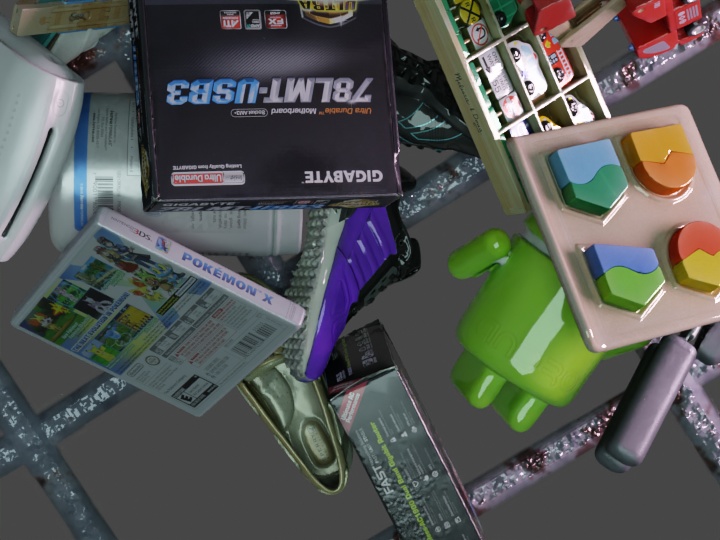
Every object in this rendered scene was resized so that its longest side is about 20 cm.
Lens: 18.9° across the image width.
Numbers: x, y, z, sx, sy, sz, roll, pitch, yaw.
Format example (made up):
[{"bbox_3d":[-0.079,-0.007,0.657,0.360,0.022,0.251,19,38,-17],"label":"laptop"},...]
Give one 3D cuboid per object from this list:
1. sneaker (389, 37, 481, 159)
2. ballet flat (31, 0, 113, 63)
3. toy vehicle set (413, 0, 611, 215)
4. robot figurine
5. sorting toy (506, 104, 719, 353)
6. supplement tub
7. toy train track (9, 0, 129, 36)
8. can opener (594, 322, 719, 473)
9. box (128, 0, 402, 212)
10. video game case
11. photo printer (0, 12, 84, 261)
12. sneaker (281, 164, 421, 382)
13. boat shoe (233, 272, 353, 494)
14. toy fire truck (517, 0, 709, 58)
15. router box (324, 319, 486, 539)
[{"bbox_3d":[0.039,-0.136,1.771,0.199,0.076,0.079,28,130,-16],"label":"sneaker"},{"bbox_3d":[-0.210,-0.232,1.730,0.069,0.069,0.201,23,100,-9],"label":"ballet flat"},{"bbox_3d":[0.127,-0.160,1.747,0.124,0.026,0.201,-34,106,-33],"label":"toy vehicle set"},{"bbox_3d":[0.156,0.030,1.780,0.175,0.116,0.200,30,97,-17],"label":"robot figurine"},{"bbox_3d":[0.227,-0.040,1.729,0.199,0.036,0.186,-11,73,-32],"label":"sorting toy"},{"bbox_3d":[-0.146,-0.076,1.730,0.199,0.132,0.133,1,103,-5],"label":"supplement tub"},{"bbox_3d":[-0.195,-0.209,1.696,0.199,0.033,0.115,-14,130,-44],"label":"toy train track"},{"bbox_3d":[0.263,0.084,1.765,0.067,0.053,0.200,33,67,-5],"label":"can opener"},{"bbox_3d":[-0.074,-0.146,1.654,0.199,0.050,0.200,-1,79,-17],"label":"box"},{"bbox_3d":[-0.165,0.037,1.732,0.182,0.200,0.022,27,55,-16],"label":"video game case"},{"bbox_3d":[-0.294,-0.109,1.680,0.069,0.200,0.167,16,105,-40],"label":"photo printer"},{"bbox_3d":[0.000,0.000,1.774,0.099,0.070,0.201,15,86,-18],"label":"sneaker"},{"bbox_3d":[-0.065,0.094,1.809,0.073,0.063,0.201,-25,103,2],"label":"boat shoe"},{"bbox_3d":[0.197,-0.210,1.696,0.141,0.200,0.049,-25,70,3],"label":"toy fire truck"},{"bbox_3d":[0.038,0.155,1.785,0.062,0.150,0.201,-26,103,2],"label":"router box"}]
